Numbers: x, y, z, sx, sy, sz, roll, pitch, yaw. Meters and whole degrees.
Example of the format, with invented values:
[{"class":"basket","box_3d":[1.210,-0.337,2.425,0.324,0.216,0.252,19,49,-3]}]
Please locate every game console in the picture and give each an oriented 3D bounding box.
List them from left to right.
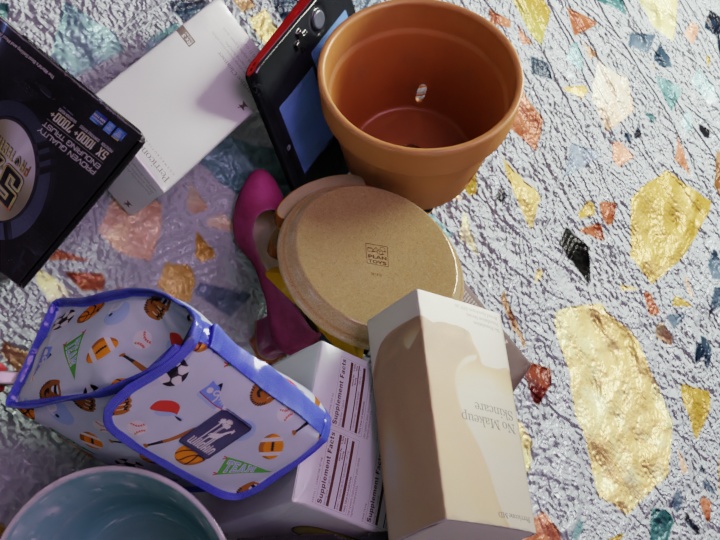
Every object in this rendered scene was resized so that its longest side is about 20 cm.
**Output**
[{"class":"game console","box_3d":[-0.041,-0.180,1.181,0.177,0.031,0.200,-61,146,-35]}]

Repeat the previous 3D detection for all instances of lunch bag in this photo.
[{"class":"lunch bag","box_3d":[-0.145,0.099,0.896,0.170,0.200,0.124,43,50,-39]}]

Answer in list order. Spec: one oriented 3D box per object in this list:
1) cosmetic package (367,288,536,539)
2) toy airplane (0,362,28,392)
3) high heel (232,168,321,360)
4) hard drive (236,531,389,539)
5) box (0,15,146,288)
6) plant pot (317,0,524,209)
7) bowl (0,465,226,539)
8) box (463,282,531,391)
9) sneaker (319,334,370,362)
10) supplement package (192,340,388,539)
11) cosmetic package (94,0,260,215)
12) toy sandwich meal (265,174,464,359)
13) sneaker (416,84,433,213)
[{"class":"cosmetic package","box_3d":[0.072,0.126,0.943,0.105,0.071,0.200,16,54,-35]},{"class":"toy airplane","box_3d":[-0.342,0.076,0.862,0.199,0.141,0.200,-45,111,-32]},{"class":"high heel","box_3d":[-0.075,-0.015,1.120,0.067,0.096,0.200,10,69,-33]},{"class":"hard drive","box_3d":[-0.032,0.294,0.965,0.140,0.200,0.038,-1,44,-4]},{"class":"box","box_3d":[-0.307,-0.114,0.944,0.200,0.086,0.164,41,89,-19]},{"class":"plant pot","box_3d":[0.055,-0.155,1.157,0.200,0.140,0.200,1,58,-2]},{"class":"bowl","box_3d":[-0.184,0.257,0.912,0.201,0.105,0.201,-1,81,6]},{"class":"box","box_3d":[0.075,0.059,1.205,0.200,0.100,0.075,49,53,-12]},{"class":"sneaker","box_3d":[0.020,0.105,1.158,0.200,0.082,0.070,53,52,-10]},{"class":"supplement package","box_3d":[-0.018,0.189,1.027,0.200,0.191,0.147,27,56,-26]},{"class":"cosmetic package","box_3d":[-0.180,-0.160,1.103,0.113,0.081,0.200,49,52,-15]},{"class":"toy sandwich meal","box_3d":[0.000,0.000,1.080,0.205,0.070,0.205,11,54,-16]},{"class":"sneaker","box_3d":[0.068,-0.148,1.295,0.077,0.078,0.200,52,47,-40]}]
